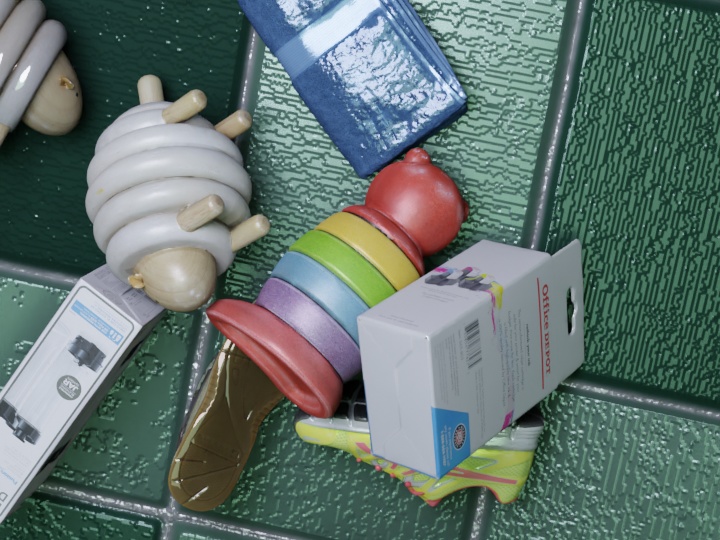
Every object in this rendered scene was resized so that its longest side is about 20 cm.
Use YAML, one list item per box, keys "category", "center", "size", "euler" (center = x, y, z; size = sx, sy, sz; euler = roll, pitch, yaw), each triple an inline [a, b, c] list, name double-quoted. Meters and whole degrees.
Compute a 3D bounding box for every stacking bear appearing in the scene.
- category: "stacking bear"
  center: [0.000, 0.000, 1.100]
  size: [0.121, 0.114, 0.200]
  euler: [46, 75, -19]

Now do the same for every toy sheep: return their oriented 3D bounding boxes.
- category: "toy sheep"
  center: [-0.143, -0.061, 1.100]
  size: [0.137, 0.138, 0.202]
  euler: [-13, 62, 9]
- category: "toy sheep"
  center: [-0.301, -0.168, 1.110]
  size: [0.199, 0.138, 0.138]
  euler: [31, 102, -17]

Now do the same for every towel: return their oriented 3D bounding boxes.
- category: "towel"
  center: [-0.010, -0.177, 1.115]
  size: [0.111, 0.049, 0.201]
  euler: [-34, 94, 11]

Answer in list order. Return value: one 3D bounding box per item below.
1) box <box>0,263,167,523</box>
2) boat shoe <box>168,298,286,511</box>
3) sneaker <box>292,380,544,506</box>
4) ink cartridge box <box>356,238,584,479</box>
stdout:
- category: "box"
  center: [-0.237, 0.092, 1.152]
  size: [0.060, 0.117, 0.201]
  euler: [36, 102, -1]
- category: "boat shoe"
  center: [-0.098, 0.092, 1.161]
  size: [0.073, 0.065, 0.201]
  euler: [34, 83, -19]
- category: "sneaker"
  center: [0.043, 0.144, 1.151]
  size: [0.198, 0.078, 0.091]
  euler: [7, 110, 9]
- category: "ink cartridge box"
  center: [0.088, 0.054, 1.089]
  size: [0.067, 0.199, 0.116]
  euler: [14, 120, 38]
